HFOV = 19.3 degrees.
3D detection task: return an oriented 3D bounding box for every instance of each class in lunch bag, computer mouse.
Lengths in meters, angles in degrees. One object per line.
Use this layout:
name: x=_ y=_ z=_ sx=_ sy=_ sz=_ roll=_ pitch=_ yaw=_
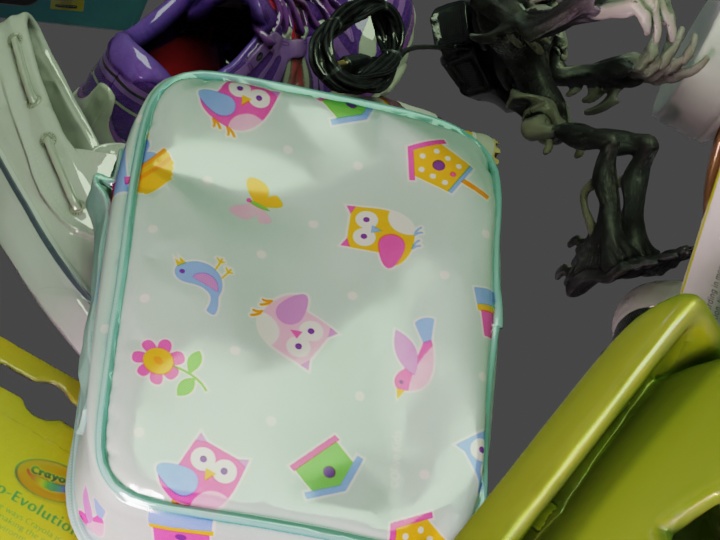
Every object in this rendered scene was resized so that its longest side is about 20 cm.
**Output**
lunch bag: x=-0.030 y=0.023 z=0.800 sx=0.160 sy=0.077 sz=0.201 roll=9 pitch=57 yaw=-7
computer mouse: x=0.033 y=-0.100 z=1.005 sx=0.200 sy=0.034 sz=0.059 roll=-7 pitch=79 yaw=-54

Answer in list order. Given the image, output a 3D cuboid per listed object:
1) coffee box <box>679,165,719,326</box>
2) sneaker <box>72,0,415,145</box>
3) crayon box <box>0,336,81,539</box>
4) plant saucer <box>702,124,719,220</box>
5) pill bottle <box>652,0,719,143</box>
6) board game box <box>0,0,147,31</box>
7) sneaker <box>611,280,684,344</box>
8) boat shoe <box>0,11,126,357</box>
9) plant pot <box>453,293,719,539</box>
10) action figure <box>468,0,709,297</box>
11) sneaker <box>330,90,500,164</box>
coffee box: x=0.260 y=-0.022 z=0.837 sx=0.197 sy=0.201 sz=0.200 roll=25 pitch=28 yaw=24
sneaker: x=-0.041 y=-0.104 z=0.974 sx=0.081 sy=0.084 sz=0.200 roll=47 pitch=49 yaw=14
crayon box: x=-0.156 y=0.116 z=0.768 sx=0.127 sy=0.051 sz=0.200 roll=31 pitch=48 yaw=0
plant saucer: x=0.261 y=-0.032 z=0.995 sx=0.200 sy=0.201 sz=0.032 roll=28 pitch=19 yaw=-2
pill bottle: x=0.252 y=-0.065 z=1.061 sx=0.200 sy=0.111 sz=0.111 roll=29 pitch=47 yaw=-2
board game box: x=-0.204 y=-0.192 z=0.992 sx=0.199 sy=0.047 sz=0.151 roll=4 pitch=53 yaw=-22
sneaker: x=0.203 y=0.084 z=0.954 sx=0.199 sy=0.073 sz=0.112 roll=15 pitch=52 yaw=-3
boat shoe: x=-0.114 y=-0.026 z=0.872 sx=0.065 sy=0.074 sz=0.200 roll=-37 pitch=70 yaw=3
plant pot: x=0.137 y=0.139 z=0.723 sx=0.181 sy=0.199 sz=0.200 roll=23 pitch=65 yaw=41
action figure: x=0.109 y=-0.095 z=0.987 sx=0.119 sy=0.102 sz=0.201 roll=-3 pitch=75 yaw=-68
sneaker: x=0.000 y=0.000 z=0.923 sx=0.090 sy=0.075 sz=0.200 roll=21 pitch=40 yaw=-5
